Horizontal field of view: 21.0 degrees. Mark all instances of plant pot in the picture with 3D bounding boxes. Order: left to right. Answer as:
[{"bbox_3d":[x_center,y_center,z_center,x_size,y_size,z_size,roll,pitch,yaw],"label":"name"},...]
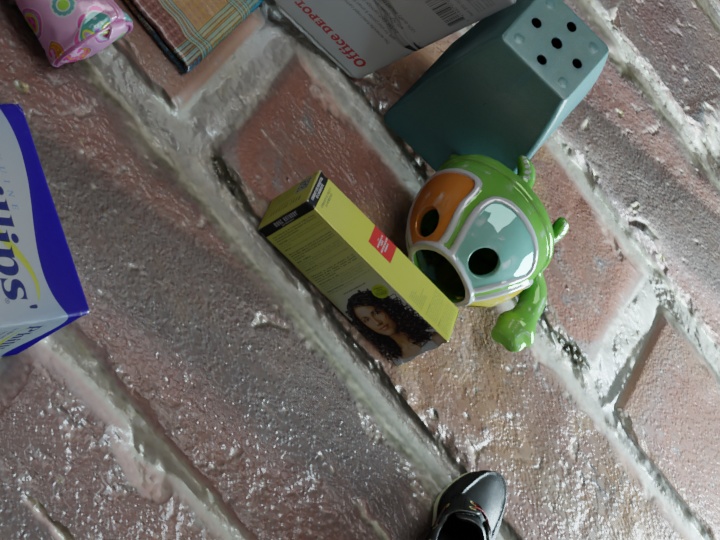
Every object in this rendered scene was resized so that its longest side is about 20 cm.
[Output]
[{"bbox_3d":[0.152,-0.187,1.957,0.141,0.200,0.141,44,58,-4],"label":"plant pot"}]

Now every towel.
[{"bbox_3d":[-0.163,-0.292,1.863,0.147,0.022,0.200,50,41,-12],"label":"towel"}]

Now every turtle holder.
[{"bbox_3d":[0.116,-0.019,1.935,0.132,0.141,0.186,-47,144,-34],"label":"turtle holder"}]

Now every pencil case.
[{"bbox_3d":[-0.276,-0.279,1.684,0.087,0.087,0.200,-27,90,-51],"label":"pencil case"}]

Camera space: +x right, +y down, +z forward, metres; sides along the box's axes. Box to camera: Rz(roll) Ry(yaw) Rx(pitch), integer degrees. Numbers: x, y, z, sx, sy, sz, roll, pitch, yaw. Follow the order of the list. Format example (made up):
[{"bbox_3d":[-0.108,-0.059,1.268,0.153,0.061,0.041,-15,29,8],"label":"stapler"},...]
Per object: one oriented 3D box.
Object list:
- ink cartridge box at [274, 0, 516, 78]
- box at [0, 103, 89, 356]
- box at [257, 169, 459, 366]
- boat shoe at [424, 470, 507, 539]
[{"bbox_3d":[0.034,-0.294,1.922,0.145,0.200,0.084,40,40,-38],"label":"ink cartridge box"},{"bbox_3d":[-0.332,-0.024,1.459,0.200,0.105,0.185,-8,75,-49],"label":"box"},{"bbox_3d":[0.000,0.000,1.827,0.200,0.075,0.050,44,42,-18],"label":"box"},{"bbox_3d":[0.096,0.249,1.795,0.074,0.063,0.201,52,39,-8],"label":"boat shoe"}]
